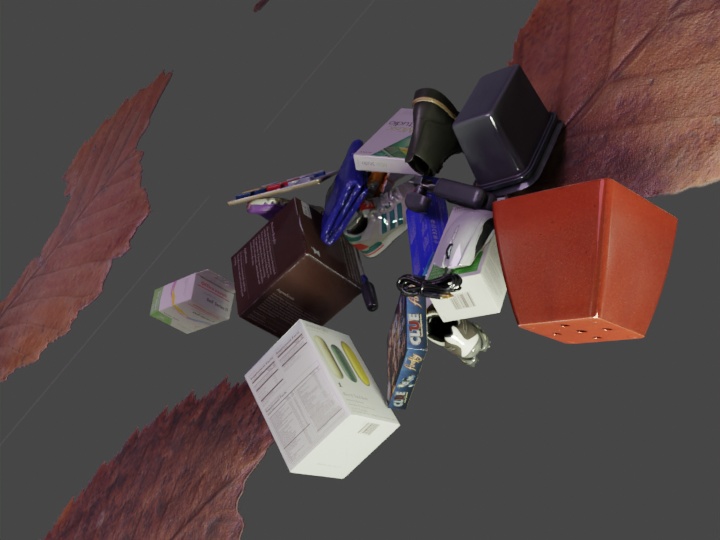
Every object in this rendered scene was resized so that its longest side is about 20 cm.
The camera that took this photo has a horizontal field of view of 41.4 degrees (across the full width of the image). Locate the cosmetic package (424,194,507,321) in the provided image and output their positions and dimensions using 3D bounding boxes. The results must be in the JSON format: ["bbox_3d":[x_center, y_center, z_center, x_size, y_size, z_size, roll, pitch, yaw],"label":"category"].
[{"bbox_3d":[0.184,-0.021,1.520,0.106,0.086,0.202,-13,35,31],"label":"cosmetic package"}]

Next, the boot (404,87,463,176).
[{"bbox_3d":[0.150,-0.203,1.651,0.077,0.198,0.141,-14,55,49],"label":"boot"}]

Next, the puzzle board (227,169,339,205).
[{"bbox_3d":[-0.152,-0.170,1.902,0.196,0.018,0.151,-12,11,17],"label":"puzzle board"}]

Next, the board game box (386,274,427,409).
[{"bbox_3d":[0.074,0.120,1.555,0.202,0.034,0.138,102,171,-54],"label":"board game box"}]

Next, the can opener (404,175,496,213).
[{"bbox_3d":[0.143,-0.115,1.581,0.199,0.053,0.068,24,93,56],"label":"can opener"}]

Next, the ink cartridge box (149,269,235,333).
[{"bbox_3d":[-0.364,0.071,2.122,0.198,0.116,0.069,-20,51,41],"label":"ink cartridge box"}]

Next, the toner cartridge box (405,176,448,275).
[{"bbox_3d":[0.121,-0.066,1.674,0.203,0.042,0.096,-94,18,-44],"label":"toner cartridge box"}]

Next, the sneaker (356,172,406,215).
[{"bbox_3d":[0.044,-0.194,1.874,0.202,0.078,0.077,-55,19,-5],"label":"sneaker"}]

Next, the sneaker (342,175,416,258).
[{"bbox_3d":[0.048,-0.114,1.794,0.200,0.093,0.071,-45,39,19],"label":"sneaker"}]

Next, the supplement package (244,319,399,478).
[{"bbox_3d":[-0.066,0.219,1.609,0.151,0.151,0.202,-44,56,17],"label":"supplement package"}]

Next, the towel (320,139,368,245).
[{"bbox_3d":[-0.026,-0.148,1.821,0.201,0.049,0.149,-85,20,-61],"label":"towel"}]

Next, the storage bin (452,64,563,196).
[{"bbox_3d":[0.229,-0.236,1.579,0.144,0.135,0.201,-12,32,40],"label":"storage bin"}]

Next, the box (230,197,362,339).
[{"bbox_3d":[-0.126,0.007,1.853,0.199,0.163,0.168,-39,40,23],"label":"box"}]

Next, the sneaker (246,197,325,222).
[{"bbox_3d":[-0.142,-0.097,1.935,0.080,0.197,0.091,14,93,59],"label":"sneaker"}]

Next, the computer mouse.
[{"bbox_3d":[0.143,-0.035,1.449,0.108,0.044,0.201,1,44,45],"label":"computer mouse"}]

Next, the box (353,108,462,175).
[{"bbox_3d":[0.094,-0.241,1.762,0.142,0.037,0.200,8,38,30],"label":"box"}]

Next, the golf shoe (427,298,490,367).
[{"bbox_3d":[0.130,0.078,1.569,0.079,0.094,0.199,-58,35,1],"label":"golf shoe"}]

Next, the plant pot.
[{"bbox_3d":[0.313,0.000,1.342,0.198,0.198,0.180,-10,68,45],"label":"plant pot"}]

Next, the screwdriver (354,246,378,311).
[{"bbox_3d":[0.000,0.000,1.820,0.028,0.028,0.202,-15,48,-7],"label":"screwdriver"}]
